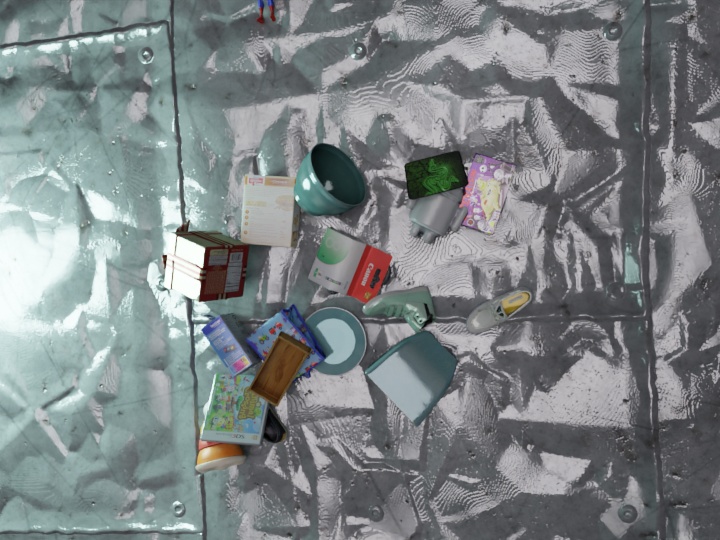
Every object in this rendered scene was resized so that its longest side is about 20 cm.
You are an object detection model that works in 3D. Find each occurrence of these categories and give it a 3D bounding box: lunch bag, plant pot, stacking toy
[{"bbox_3d":[-0.203,0.225,1.762,0.150,0.094,0.200,-37,86,18],"label":"lunch bag"},{"bbox_3d":[-0.102,-0.233,1.709,0.134,0.200,0.201,-33,85,36],"label":"plant pot"},{"bbox_3d":[0.154,0.271,1.669,0.200,0.196,0.196,-44,84,0],"label":"plant pot"},{"bbox_3d":[-0.423,0.483,1.815,0.146,0.146,0.201,-16,72,10],"label":"stacking toy"}]

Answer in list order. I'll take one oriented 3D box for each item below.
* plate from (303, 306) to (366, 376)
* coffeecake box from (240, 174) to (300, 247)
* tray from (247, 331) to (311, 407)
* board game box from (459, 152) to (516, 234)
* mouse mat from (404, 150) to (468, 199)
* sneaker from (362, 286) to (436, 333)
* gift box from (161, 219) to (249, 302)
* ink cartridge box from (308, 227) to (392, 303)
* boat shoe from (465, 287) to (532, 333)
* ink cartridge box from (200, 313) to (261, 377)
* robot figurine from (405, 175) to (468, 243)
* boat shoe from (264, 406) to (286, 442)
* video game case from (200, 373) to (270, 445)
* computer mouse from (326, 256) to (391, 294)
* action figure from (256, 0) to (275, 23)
[{"bbox_3d":[-0.080,0.205,1.785,0.200,0.026,0.201,0,91,9],"label":"plate"},{"bbox_3d":[-0.258,-0.171,1.782,0.153,0.073,0.201,5,92,10],"label":"coffeecake box"},{"bbox_3d":[-0.228,0.278,1.730,0.098,0.037,0.200,30,110,-2],"label":"tray"},{"bbox_3d":[0.343,-0.212,1.703,0.120,0.032,0.201,18,94,13],"label":"board game box"},{"bbox_3d":[0.201,-0.260,1.658,0.161,0.200,0.008,-13,128,9],"label":"mouse mat"},{"bbox_3d":[0.112,0.118,1.683,0.200,0.074,0.118,-12,63,-12],"label":"sneaker"},{"bbox_3d":[-0.434,-0.032,1.742,0.186,0.184,0.201,19,101,36],"label":"gift box"},{"bbox_3d":[-0.032,-0.009,1.716,0.200,0.050,0.161,27,104,20],"label":"ink cartridge box"},{"bbox_3d":[0.378,0.111,1.673,0.202,0.086,0.075,-28,87,9],"label":"boat shoe"},{"bbox_3d":[-0.376,0.200,1.779,0.076,0.136,0.200,-34,86,4],"label":"ink cartridge box"},{"bbox_3d":[0.206,-0.174,1.682,0.169,0.113,0.200,28,96,9],"label":"robot figurine"},{"bbox_3d":[-0.297,0.428,1.809,0.075,0.062,0.200,-44,82,8],"label":"boat shoe"},{"bbox_3d":[-0.356,0.399,1.781,0.182,0.022,0.200,1,61,10],"label":"video game case"},{"bbox_3d":[0.000,0.000,1.757,0.199,0.053,0.139,0,93,22],"label":"computer mouse"},{"bbox_3d":[-0.287,-0.830,1.764,0.065,0.099,0.201,-6,88,9],"label":"action figure"}]
